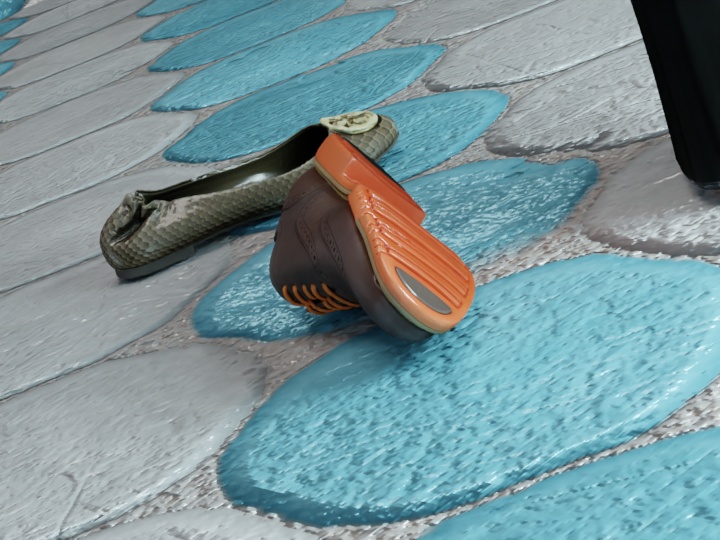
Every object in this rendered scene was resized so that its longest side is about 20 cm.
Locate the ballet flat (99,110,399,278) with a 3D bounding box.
[{"bbox_3d":[-0.068,-0.056,1.139,0.199,0.047,0.067,-26,17,-14],"label":"ballet flat"}]

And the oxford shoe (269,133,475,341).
[{"bbox_3d":[0.000,0.000,0.879,0.073,0.071,0.200,-49,18,8],"label":"oxford shoe"}]

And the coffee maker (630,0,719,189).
[{"bbox_3d":[0.166,-0.144,0.848,0.134,0.201,0.192,-14,15,31],"label":"coffee maker"}]
